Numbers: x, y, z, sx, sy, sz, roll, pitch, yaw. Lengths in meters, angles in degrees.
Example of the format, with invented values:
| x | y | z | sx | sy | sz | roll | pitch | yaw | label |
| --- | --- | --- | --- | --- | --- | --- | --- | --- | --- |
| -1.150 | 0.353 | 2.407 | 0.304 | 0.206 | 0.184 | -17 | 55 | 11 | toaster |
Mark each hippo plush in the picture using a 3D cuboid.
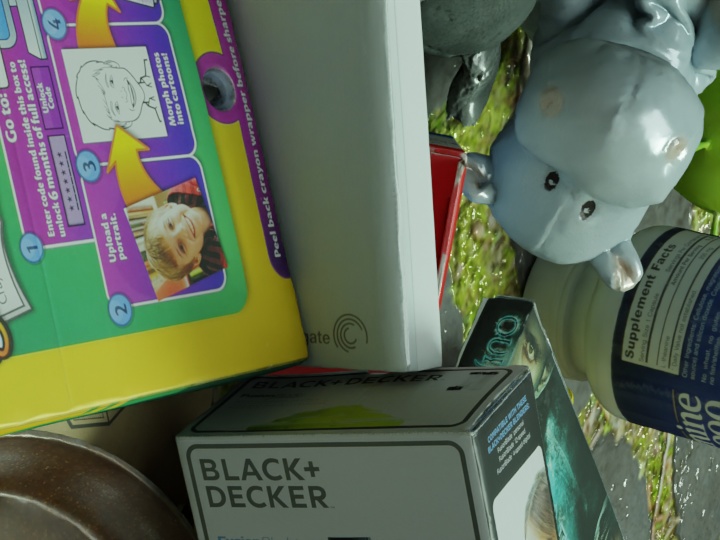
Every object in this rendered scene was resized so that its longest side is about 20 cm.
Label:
| x | y | z | sx | sy | sz | roll | pitch | yaw | label |
| --- | --- | --- | --- | --- | --- | --- | --- | --- | --- |
| 0.098 | -0.089 | 0.924 | 0.161 | 0.159 | 0.200 | -55 | -178 | -37 | hippo plush |

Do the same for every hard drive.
| x | y | z | sx | sy | sz | roll | pitch | yaw | label |
| --- | --- | --- | --- | --- | --- | --- | --- | --- | --- |
| -0.033 | -0.066 | 0.712 | 0.027 | 0.132 | 0.200 | -10 | 99 | -48 | hard drive |

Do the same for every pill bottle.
| x | y | z | sx | sy | sz | roll | pitch | yaw | label |
| --- | --- | --- | --- | --- | --- | --- | --- | --- | --- |
| 0.191 | 0.038 | 1.063 | 0.111 | 0.200 | 0.111 | -26 | 122 | -49 | pill bottle |

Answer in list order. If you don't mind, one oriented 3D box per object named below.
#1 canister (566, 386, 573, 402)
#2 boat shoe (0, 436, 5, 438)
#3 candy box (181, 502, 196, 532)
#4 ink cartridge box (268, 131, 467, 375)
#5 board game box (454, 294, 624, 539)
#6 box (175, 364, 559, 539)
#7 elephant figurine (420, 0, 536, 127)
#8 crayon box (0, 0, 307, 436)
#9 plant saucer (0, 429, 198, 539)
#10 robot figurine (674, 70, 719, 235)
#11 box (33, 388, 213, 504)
| x | y | z | sx | sy | sz | roll | pitch | yaw | label |
| --- | --- | --- | --- | --- | --- | --- | --- | --- | --- |
| 0.061 | 0.166 | 1.003 | 0.149 | 0.086 | 0.200 | -47 | 139 | -67 | canister |
| -0.180 | 0.043 | 0.645 | 0.068 | 0.072 | 0.200 | -47 | 156 | 28 | boat shoe |
| -0.073 | 0.160 | 0.792 | 0.055 | 0.115 | 0.200 | 41 | 62 | -10 | candy box |
| 0.000 | 0.000 | 0.803 | 0.200 | 0.067 | 0.116 | -79 | 179 | -84 | ink cartridge box |
| 0.068 | 0.124 | 0.866 | 0.135 | 0.028 | 0.200 | -66 | 149 | -31 | board game box |
| 0.014 | 0.137 | 0.702 | 0.060 | 0.116 | 0.200 | -37 | 121 | -59 | box |
| -0.012 | -0.159 | 0.785 | 0.200 | 0.155 | 0.142 | -5 | 149 | -44 | elephant figurine |
| -0.112 | -0.049 | 0.649 | 0.172 | 0.058 | 0.200 | -10 | 85 | -51 | crayon box |
| -0.120 | 0.154 | 0.656 | 0.200 | 0.034 | 0.201 | 10 | 76 | -45 | plant saucer |
| 0.245 | -0.112 | 1.163 | 0.200 | 0.116 | 0.176 | -54 | 140 | -29 | robot figurine |
| -0.104 | 0.000 | 0.779 | 0.163 | 0.021 | 0.200 | 1 | 100 | -56 | box |
